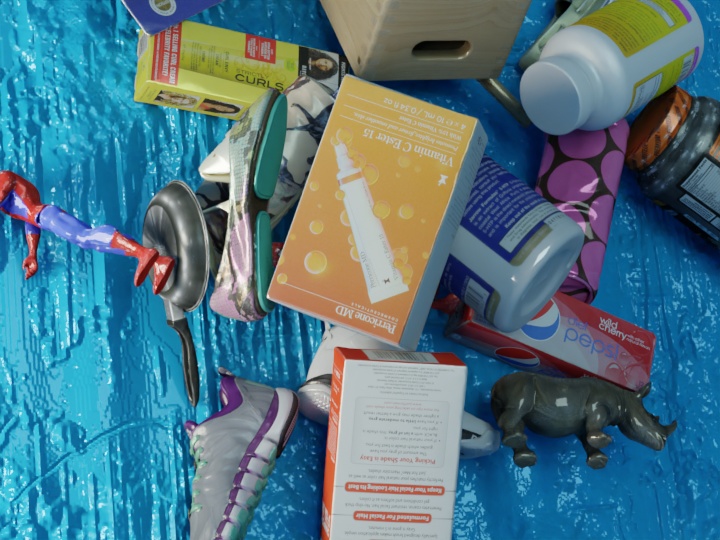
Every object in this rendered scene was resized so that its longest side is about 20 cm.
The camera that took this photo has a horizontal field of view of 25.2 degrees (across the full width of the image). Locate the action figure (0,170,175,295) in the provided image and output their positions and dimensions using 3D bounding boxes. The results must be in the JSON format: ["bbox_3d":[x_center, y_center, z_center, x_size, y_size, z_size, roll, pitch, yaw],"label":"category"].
[{"bbox_3d":[-0.267,-0.017,1.369,0.199,0.065,0.099,30,86,18],"label":"action figure"}]

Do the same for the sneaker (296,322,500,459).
[{"bbox_3d":[0.044,0.100,1.477,0.198,0.075,0.116,17,70,-15],"label":"sneaker"}]

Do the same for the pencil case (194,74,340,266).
[{"bbox_3d":[-0.082,-0.083,1.451,0.089,0.078,0.200,37,79,26],"label":"pencil case"}]

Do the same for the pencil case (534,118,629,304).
[{"bbox_3d":[0.207,-0.067,1.602,0.093,0.091,0.201,12,64,8],"label":"pencil case"}]

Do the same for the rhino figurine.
[{"bbox_3d":[0.210,0.136,1.503,0.198,0.060,0.088,4,47,-19],"label":"rhino figurine"}]

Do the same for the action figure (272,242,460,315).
[{"bbox_3d":[0.000,0.000,1.482,0.199,0.052,0.066,8,27,-30],"label":"action figure"}]

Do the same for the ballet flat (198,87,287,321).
[{"bbox_3d":[-0.105,-0.058,1.379,0.070,0.069,0.202,3,87,15],"label":"ballet flat"}]

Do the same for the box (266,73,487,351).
[{"bbox_3d":[0.017,-0.047,1.374,0.123,0.097,0.202,19,88,11],"label":"box"}]

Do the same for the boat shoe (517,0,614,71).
[{"bbox_3d":[0.234,-0.271,1.683,0.062,0.072,0.201,36,65,-8],"label":"boat shoe"}]

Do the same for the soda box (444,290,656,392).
[{"bbox_3d":[0.186,0.064,1.560,0.199,0.063,0.071,22,66,-16],"label":"soda box"}]

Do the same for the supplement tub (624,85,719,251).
[{"bbox_3d":[0.372,-0.095,1.659,0.199,0.122,0.123,35,63,-10],"label":"supplement tub"}]

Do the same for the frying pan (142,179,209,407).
[{"bbox_3d":[-0.168,0.013,1.418,0.031,0.115,0.192,-6,120,-30],"label":"frying pan"}]

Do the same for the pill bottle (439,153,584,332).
[{"bbox_3d":[0.094,-0.048,1.472,0.200,0.120,0.120,39,60,18],"label":"pill bottle"}]

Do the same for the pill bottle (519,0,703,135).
[{"bbox_3d":[0.243,-0.202,1.573,0.199,0.104,0.105,-31,88,-39],"label":"pill bottle"}]

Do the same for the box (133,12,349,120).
[{"bbox_3d":[-0.110,-0.182,1.513,0.198,0.050,0.076,10,71,-20],"label":"box"}]

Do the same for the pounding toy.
[{"bbox_3d":[0.073,-0.250,1.570,0.198,0.143,0.185,-4,49,-25],"label":"pounding toy"}]

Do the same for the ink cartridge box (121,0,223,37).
[{"bbox_3d":[-0.183,-0.337,1.504,0.199,0.041,0.200,-35,81,-37],"label":"ink cartridge box"}]

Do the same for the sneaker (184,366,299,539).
[{"bbox_3d":[-0.127,0.181,1.392,0.087,0.075,0.201,22,59,5],"label":"sneaker"}]

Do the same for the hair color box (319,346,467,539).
[{"bbox_3d":[0.026,0.172,1.399,0.110,0.064,0.202,4,97,-10],"label":"hair color box"}]
